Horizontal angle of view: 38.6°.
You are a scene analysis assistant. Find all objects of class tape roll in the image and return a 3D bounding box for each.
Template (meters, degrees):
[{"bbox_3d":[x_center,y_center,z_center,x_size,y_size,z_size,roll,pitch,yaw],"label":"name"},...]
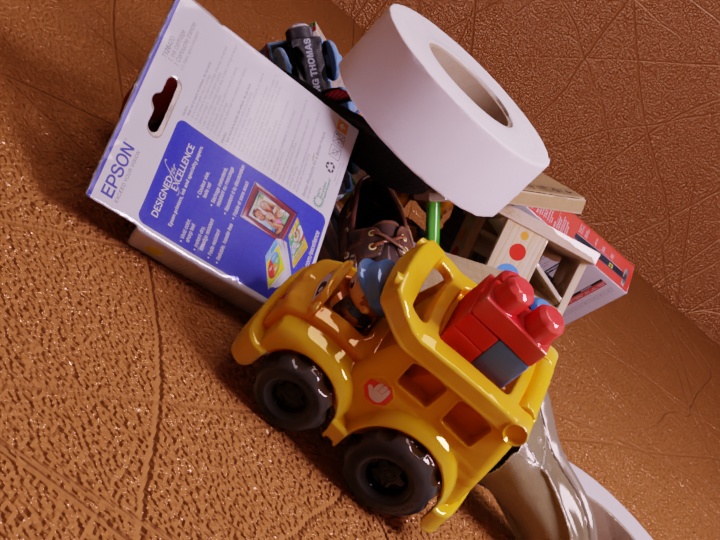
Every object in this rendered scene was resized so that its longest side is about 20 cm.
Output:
[{"bbox_3d":[0.077,-0.144,0.927,0.202,0.071,0.203,38,23,-19],"label":"tape roll"},{"bbox_3d":[0.219,0.254,0.929,0.203,0.037,0.203,39,17,-14],"label":"tape roll"}]

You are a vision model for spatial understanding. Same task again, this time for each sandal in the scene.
[{"bbox_3d":[-0.008,-0.140,0.950,0.200,0.045,0.075,37,-22,24],"label":"sandal"}]

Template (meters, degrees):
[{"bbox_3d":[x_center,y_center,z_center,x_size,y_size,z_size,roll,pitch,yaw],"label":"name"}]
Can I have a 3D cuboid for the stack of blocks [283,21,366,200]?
[{"bbox_3d":[-0.052,-0.190,1.282,0.200,0.115,0.059,56,10,-22],"label":"stack of blocks"}]

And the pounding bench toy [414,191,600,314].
[{"bbox_3d":[0.119,0.006,1.105,0.200,0.156,0.124,27,-3,-10],"label":"pounding bench toy"}]

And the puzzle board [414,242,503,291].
[{"bbox_3d":[0.081,0.038,0.950,0.150,0.017,0.200,17,29,-9],"label":"puzzle board"}]

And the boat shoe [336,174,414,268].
[{"bbox_3d":[0.014,-0.016,0.909,0.070,0.071,0.200,7,32,-16],"label":"boat shoe"}]

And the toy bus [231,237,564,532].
[{"bbox_3d":[0.041,0.049,0.706,0.200,0.192,0.136,40,38,-2],"label":"toy bus"}]

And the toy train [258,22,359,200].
[{"bbox_3d":[-0.058,-0.174,1.163,0.114,0.086,0.201,173,-96,-70],"label":"toy train"}]

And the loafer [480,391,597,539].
[{"bbox_3d":[0.127,0.163,0.823,0.067,0.076,0.201,-13,80,-35],"label":"loafer"}]

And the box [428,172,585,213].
[{"bbox_3d":[0.115,-0.109,1.084,0.199,0.021,0.163,4,23,-34],"label":"box"}]

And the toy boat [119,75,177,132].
[{"bbox_3d":[-0.123,-0.097,0.916,0.200,0.130,0.131,34,47,-27],"label":"toy boat"}]

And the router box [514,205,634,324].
[{"bbox_3d":[0.207,-0.004,1.290,0.179,0.200,0.049,39,51,-13],"label":"router box"}]

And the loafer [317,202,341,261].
[{"bbox_3d":[0.000,0.000,1.013,0.200,0.063,0.072,45,16,10],"label":"loafer"}]

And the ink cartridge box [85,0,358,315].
[{"bbox_3d":[-0.106,-0.085,0.819,0.200,0.047,0.198,33,60,-28],"label":"ink cartridge box"}]

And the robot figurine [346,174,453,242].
[{"bbox_3d":[0.048,-0.079,1.215,0.058,0.145,0.200,42,5,22],"label":"robot figurine"}]

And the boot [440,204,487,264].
[{"bbox_3d":[0.156,0.016,1.222,0.200,0.132,0.070,36,17,-23],"label":"boot"}]
